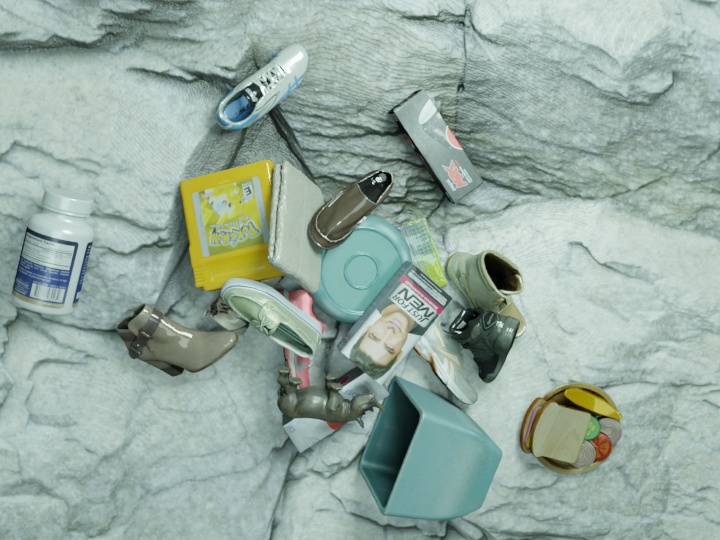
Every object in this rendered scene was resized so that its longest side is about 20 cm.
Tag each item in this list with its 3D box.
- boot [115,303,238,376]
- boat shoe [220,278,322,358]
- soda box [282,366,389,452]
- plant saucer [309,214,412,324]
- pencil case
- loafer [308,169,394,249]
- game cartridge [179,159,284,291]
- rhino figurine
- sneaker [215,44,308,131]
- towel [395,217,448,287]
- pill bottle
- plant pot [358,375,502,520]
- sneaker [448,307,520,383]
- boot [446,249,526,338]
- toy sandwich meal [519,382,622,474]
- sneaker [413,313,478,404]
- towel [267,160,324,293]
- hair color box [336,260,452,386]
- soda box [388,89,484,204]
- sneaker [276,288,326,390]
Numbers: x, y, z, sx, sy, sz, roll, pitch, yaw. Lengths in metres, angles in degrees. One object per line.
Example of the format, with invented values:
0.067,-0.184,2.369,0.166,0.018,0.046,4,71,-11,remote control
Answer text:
-0.332,0.114,1.508,0.199,0.071,0.146,-27,119,27,boot
-0.150,0.081,1.470,0.199,0.062,0.072,29,123,-18,boat shoe
-0.047,0.249,1.588,0.199,0.068,0.064,-33,101,0,soda box
0.000,0.000,1.539,0.198,0.027,0.202,-1,97,-10,plant saucer
-0.197,0.021,1.531,0.089,0.078,0.201,36,95,10,pencil case
-0.014,-0.117,1.486,0.073,0.071,0.200,43,62,-1,loafer
-0.218,-0.075,1.486,0.175,0.032,0.202,-12,82,13,game cartridge
-0.055,0.231,1.519,0.198,0.060,0.088,10,113,-3,rhino figurine
-0.166,-0.313,1.480,0.200,0.072,0.072,-42,99,1,sneaker
0.050,0.001,1.578,0.198,0.023,0.145,-21,100,-1,towel
-0.523,-0.034,1.475,0.110,0.111,0.202,15,98,-8,pill bottle
0.139,0.337,1.563,0.198,0.196,0.198,19,98,-16,plant pot
0.219,0.130,1.560,0.114,0.200,0.077,24,63,15,sneaker
0.251,0.045,1.533,0.072,0.155,0.200,-43,100,-16,boot
0.408,0.306,1.637,0.203,0.070,0.207,-1,100,-5,toy sandwich meal
0.168,0.158,1.592,0.092,0.076,0.200,-39,102,-2,sneaker
-0.110,-0.076,1.468,0.034,0.132,0.202,-12,61,28,towel
0.059,0.092,1.516,0.099,0.061,0.200,40,89,-11,hair color box
0.135,-0.220,1.527,0.071,0.063,0.201,-35,101,2,soda box
-0.101,0.128,1.560,0.086,0.074,0.202,-10,100,-5,sneaker
